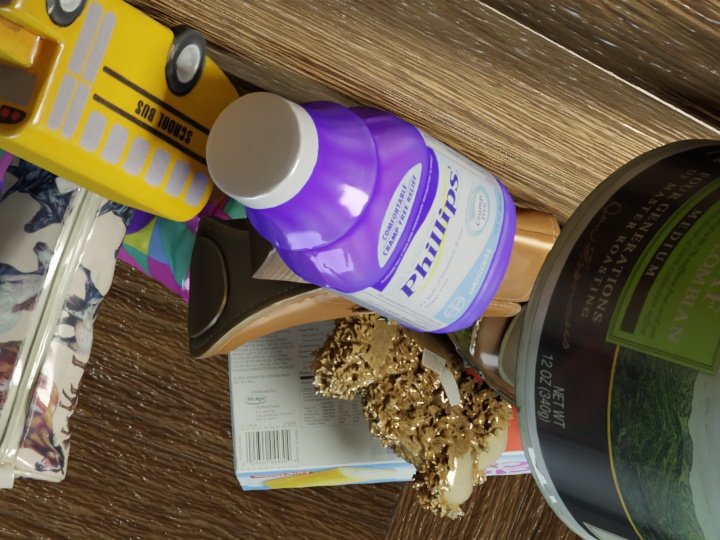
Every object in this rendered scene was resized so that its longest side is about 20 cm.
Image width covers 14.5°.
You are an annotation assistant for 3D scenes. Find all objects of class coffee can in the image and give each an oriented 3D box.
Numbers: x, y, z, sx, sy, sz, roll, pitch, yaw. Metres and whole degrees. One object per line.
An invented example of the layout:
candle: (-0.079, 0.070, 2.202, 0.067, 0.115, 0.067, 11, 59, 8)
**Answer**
coffee can: (0.166, 0.045, 0.881, 0.146, 0.147, 0.200, 23, 176, -38)

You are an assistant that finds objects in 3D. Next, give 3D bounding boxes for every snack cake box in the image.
snack cake box: (0.023, 0.063, 1.661, 0.199, 0.115, 0.067, -3, 166, 1)

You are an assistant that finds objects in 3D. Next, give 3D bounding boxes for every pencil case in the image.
pencil case: (-0.164, 0.015, 1.447, 0.078, 0.201, 0.089, 17, 173, -5)
pencil case: (-0.151, -0.057, 1.562, 0.200, 0.089, 0.088, 27, 178, 13)

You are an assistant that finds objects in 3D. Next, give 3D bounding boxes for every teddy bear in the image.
teddy bear: (0.016, 0.044, 1.563, 0.067, 0.145, 0.200, -21, 118, 35)

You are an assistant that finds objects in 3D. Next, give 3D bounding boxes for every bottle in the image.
bottle: (0.001, -0.030, 1.251, 0.065, 0.084, 0.200, 19, 175, 30)

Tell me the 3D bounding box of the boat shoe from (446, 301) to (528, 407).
boat shoe: (0.107, 0.047, 1.558, 0.068, 0.072, 0.200, 25, 171, 30)

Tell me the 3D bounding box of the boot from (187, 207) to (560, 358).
boot: (0.000, 0.000, 1.444, 0.155, 0.077, 0.200, 5, 156, -21)

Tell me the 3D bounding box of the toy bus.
toy bus: (-0.123, -0.083, 1.181, 0.065, 0.078, 0.200, 19, 176, 25)
